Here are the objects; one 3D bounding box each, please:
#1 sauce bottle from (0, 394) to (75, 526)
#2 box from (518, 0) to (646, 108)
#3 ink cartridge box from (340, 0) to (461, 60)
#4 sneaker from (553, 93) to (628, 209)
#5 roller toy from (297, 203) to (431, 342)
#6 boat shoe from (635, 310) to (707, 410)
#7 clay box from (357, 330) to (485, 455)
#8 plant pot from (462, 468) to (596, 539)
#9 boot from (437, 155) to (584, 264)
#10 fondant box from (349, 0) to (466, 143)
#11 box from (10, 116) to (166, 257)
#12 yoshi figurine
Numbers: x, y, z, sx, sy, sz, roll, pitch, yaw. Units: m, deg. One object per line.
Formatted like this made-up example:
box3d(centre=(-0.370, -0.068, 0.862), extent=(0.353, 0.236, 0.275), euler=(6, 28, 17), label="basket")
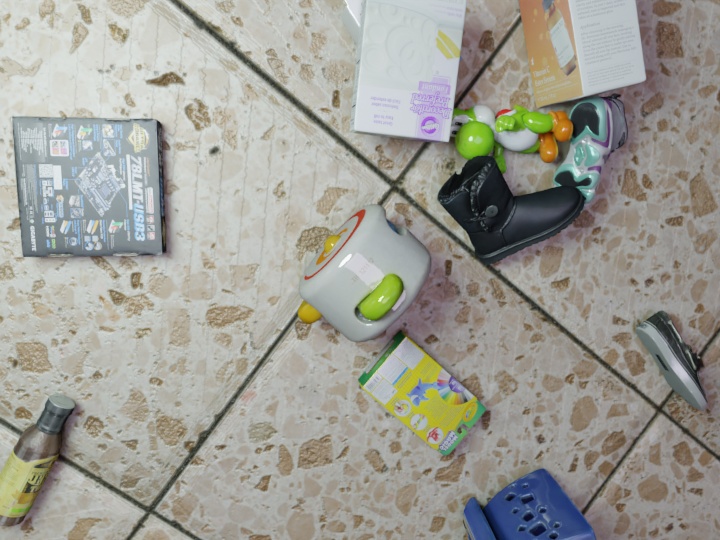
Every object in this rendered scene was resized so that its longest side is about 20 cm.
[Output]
box3d(centre=(-0.497, 0.285, 0.898), extent=(0.064, 0.065, 0.201), euler=(27, 94, -13), label="sauce bottle")
box3d(centre=(0.334, -0.369, 0.913), extent=(0.105, 0.152, 0.202), euler=(-15, 99, -7), label="box")
box3d(centre=(0.050, -0.374, 0.904), extent=(0.115, 0.068, 0.201), euler=(-34, 103, -3), label="ink cartridge box")
box3d(centre=(0.398, -0.194, 0.991), extent=(0.139, 0.078, 0.202), euler=(-24, 134, -36), label="sneaker")
box3d(centre=(0.000, 0.000, 0.890), extent=(0.140, 0.200, 0.183), euler=(41, 54, -13), label="roller toy")
box3d(centre=(0.579, 0.164, 1.072), extent=(0.063, 0.071, 0.201), euler=(-37, 101, -2), label="boat shoe")
box3d(centre=(0.106, 0.210, 1.005), extent=(0.200, 0.048, 0.115), euler=(42, 89, -14), label="clay box")
box3d(centre=(0.285, 0.489, 1.004), extent=(0.178, 0.200, 0.202), euler=(-14, 101, -2), label="plant pot")
box3d(centre=(0.236, -0.114, 0.928), extent=(0.199, 0.077, 0.168), euler=(-30, 128, 13), label="boot")
box3d(centre=(0.067, -0.294, 0.855), extent=(0.143, 0.058, 0.202), euler=(4, 101, -10), label="fondant box")
box3d(centre=(-0.391, -0.121, 0.869), extent=(0.196, 0.050, 0.202), euler=(-2, 98, -11), label="box")
box3d(centre=(0.228, -0.208, 0.942), extent=(0.198, 0.112, 0.114), euler=(4, 104, -7), label="yoshi figurine")
